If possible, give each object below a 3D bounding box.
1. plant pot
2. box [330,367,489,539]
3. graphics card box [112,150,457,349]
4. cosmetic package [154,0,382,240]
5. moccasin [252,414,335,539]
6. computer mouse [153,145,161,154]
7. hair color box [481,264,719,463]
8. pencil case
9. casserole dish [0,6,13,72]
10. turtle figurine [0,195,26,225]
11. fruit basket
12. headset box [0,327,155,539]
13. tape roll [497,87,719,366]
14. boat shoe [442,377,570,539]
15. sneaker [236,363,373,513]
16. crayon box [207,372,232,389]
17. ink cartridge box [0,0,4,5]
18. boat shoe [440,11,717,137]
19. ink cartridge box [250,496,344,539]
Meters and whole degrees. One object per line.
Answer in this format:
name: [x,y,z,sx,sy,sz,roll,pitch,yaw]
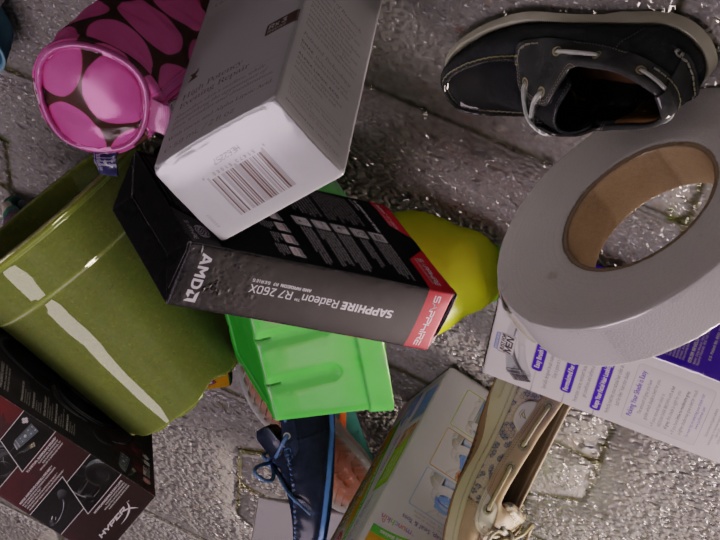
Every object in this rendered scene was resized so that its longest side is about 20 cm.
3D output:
plant pot: [-0.193,0.025,1.597,0.190,0.200,0.200,51,146,-12]
box: [0.053,0.200,1.672,0.101,0.200,0.112,34,150,-6]
graphics card box: [-0.050,-0.013,1.323,0.200,0.051,0.126,12,-155,-32]
cosmetic package: [-0.055,-0.120,1.272,0.102,0.200,0.074,-27,122,26]
moccasin: [-0.055,0.136,1.701,0.068,0.201,0.080,0,174,-1]
computer mouse: [-0.148,-0.112,1.556,0.058,0.034,0.200,24,150,10]
hair color box: [0.194,0.060,1.467,0.199,0.065,0.109,20,149,7]
pencil case: [-0.138,-0.144,1.342,0.093,0.200,0.091,9,120,13]
casserole dish: [-0.348,-0.201,1.596,0.200,0.039,0.121,-4,135,44]
turtle figurine: [-0.258,0.002,1.769,0.150,0.101,0.200,41,143,-16]
fruit basket: [0.000,0.000,1.513,0.156,0.215,0.216,53,175,50]
headset box: [-0.264,0.118,1.607,0.200,0.077,0.149,37,-167,-19]
tape roll: [0.175,-0.028,1.224,0.202,0.203,0.037,-5,136,45]
boat shoe: [0.113,0.166,1.579,0.063,0.201,0.073,15,173,17]
sneaker: [-0.051,0.117,1.772,0.200,0.071,0.080,61,-176,-13]
crayon box: [-0.212,0.067,1.739,0.199,0.058,0.119,-6,160,-4]
ink cartridge box: [-0.307,-0.283,1.390,0.200,0.084,0.145,34,150,-5]
boat shoe: [0.124,-0.119,1.271,0.200,0.068,0.072,1,141,43]
ink cartridge box: [-0.010,0.278,1.837,0.128,0.126,0.200,6,175,36]
